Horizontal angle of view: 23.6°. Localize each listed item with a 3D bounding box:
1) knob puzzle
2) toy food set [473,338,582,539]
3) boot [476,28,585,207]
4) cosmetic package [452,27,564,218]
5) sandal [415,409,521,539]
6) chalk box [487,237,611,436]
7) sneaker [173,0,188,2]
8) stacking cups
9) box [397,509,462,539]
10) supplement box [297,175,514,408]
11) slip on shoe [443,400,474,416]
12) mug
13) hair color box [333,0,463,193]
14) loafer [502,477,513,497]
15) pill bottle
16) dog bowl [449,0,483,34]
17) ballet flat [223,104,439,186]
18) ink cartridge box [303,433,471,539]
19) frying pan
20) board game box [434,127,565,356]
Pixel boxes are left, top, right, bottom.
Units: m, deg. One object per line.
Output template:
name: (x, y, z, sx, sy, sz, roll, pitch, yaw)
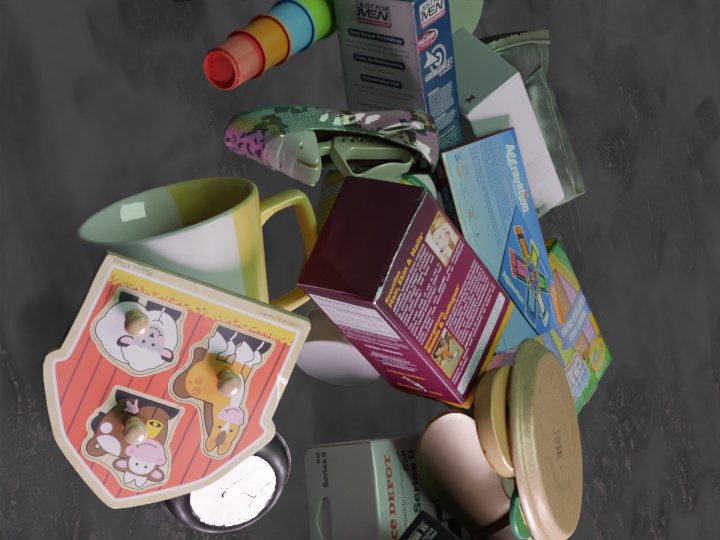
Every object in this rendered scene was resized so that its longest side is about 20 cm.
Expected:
knob puzzle: (-0.154, 0.103, 1.342, 0.220, 0.219, 0.030, 57, 1, -27)
toy food set: (0.159, 0.163, 1.575, 0.200, 0.048, 0.200, -51, 129, -64)
boot: (0.183, -0.166, 1.933, 0.181, 0.072, 0.202, -16, 101, -51)
cosmetic package: (0.133, -0.140, 1.765, 0.071, 0.101, 0.200, -38, 140, -7)
sandal: (0.101, 0.187, 1.606, 0.070, 0.077, 0.212, -105, 168, -53)
chalk box: (0.173, 0.089, 1.801, 0.124, 0.124, 0.201, -49, 120, -46)
sneaker: (-0.128, -0.304, 1.547, 0.089, 0.074, 0.200, 65, 30, -19)
stacking cups: (-0.070, -0.222, 1.605, 0.200, 0.060, 0.061, -43, 116, -49)
box: (0.066, 0.329, 1.532, 0.164, 0.086, 0.200, -50, 147, -8)
supplement box: (0.042, 0.021, 1.481, 0.200, 0.085, 0.111, 49, 60, -49)
slip on shoe: (0.090, 0.090, 1.658, 0.200, 0.061, 0.076, 44, 5, 17)
mug: (-0.121, 0.017, 1.399, 0.150, 0.185, 0.155, -92, 169, -72)
hair color box: (0.038, -0.181, 1.653, 0.060, 0.099, 0.202, -38, 132, -41)
loafer: (0.157, 0.247, 1.737, 0.068, 0.076, 0.201, 11, 47, -25)
pill bottle: (0.000, 0.000, 1.602, 0.113, 0.112, 0.202, 41, 51, -40)
dog bowl: (0.042, -0.316, 1.762, 0.199, 0.078, 0.202, 17, 68, -50)
ballet flat: (-0.022, -0.109, 1.556, 0.198, 0.069, 0.072, -1, 54, -13)
ink cartridge box: (0.043, 0.229, 1.626, 0.199, 0.083, 0.148, 1, 82, -53)
frying pan: (-0.117, 0.146, 1.404, 0.031, 0.114, 0.191, -122, -165, -50)
board game box: (0.134, -0.029, 1.669, 0.102, 0.019, 0.202, -20, 98, -37)
